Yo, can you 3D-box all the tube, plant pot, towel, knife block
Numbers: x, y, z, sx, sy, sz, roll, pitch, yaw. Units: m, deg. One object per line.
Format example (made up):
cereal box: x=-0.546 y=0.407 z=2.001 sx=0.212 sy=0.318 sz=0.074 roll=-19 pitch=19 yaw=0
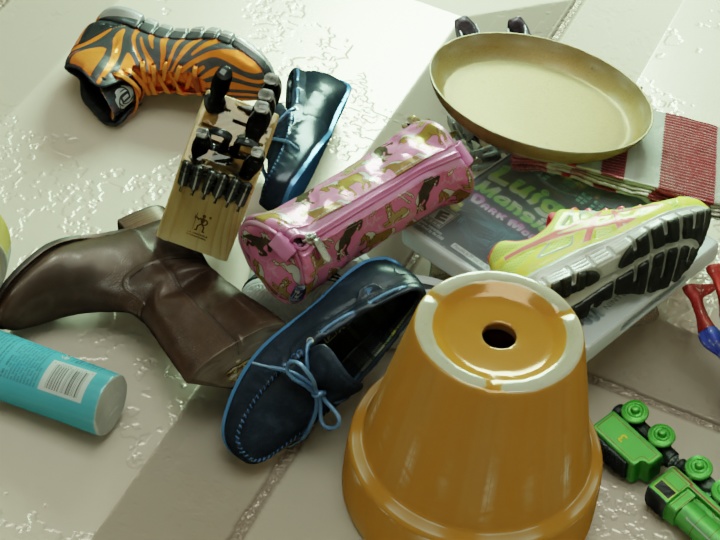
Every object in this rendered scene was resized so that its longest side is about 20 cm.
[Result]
tube: x=-0.284 y=0.076 z=1.516 sx=0.200 sy=0.050 sz=0.077 roll=18 pitch=33 yaw=18
plant pot: x=0.093 y=0.107 z=1.432 sx=0.200 sy=0.183 sz=0.200 roll=4 pitch=45 yaw=-4
towel: x=0.234 y=-0.107 z=1.669 sx=0.200 sy=0.023 sz=0.144 roll=15 pitch=35 yaw=2
knife block: x=-0.105 y=-0.108 z=1.553 sx=0.064 sy=0.176 sz=0.200 roll=21 pitch=25 yaw=-6
plant pot: x=0.154 y=-0.146 z=1.656 sx=0.200 sy=0.028 sz=0.200 roll=10 pitch=34 yaw=-6

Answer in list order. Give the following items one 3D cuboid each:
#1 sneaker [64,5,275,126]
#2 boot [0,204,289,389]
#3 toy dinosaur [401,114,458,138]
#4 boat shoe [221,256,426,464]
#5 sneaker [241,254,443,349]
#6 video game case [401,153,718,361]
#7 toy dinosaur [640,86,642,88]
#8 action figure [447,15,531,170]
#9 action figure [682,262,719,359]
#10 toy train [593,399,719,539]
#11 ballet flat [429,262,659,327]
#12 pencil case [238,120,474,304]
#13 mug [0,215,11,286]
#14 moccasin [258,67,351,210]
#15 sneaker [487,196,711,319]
sneaker: x=-0.184 y=-0.173 z=1.765 sx=0.200 sy=0.078 sz=0.112 roll=14 pitch=48 yaw=22
boot: x=-0.176 y=0.045 z=1.528 sx=0.186 sy=0.064 sz=0.200 roll=-32 pitch=53 yaw=-18
toy dinosaur: x=0.047 y=-0.094 z=1.700 sx=0.101 sy=0.200 sz=0.058 roll=-38 pitch=87 yaw=3
boat shoe: x=-0.030 y=0.068 z=1.482 sx=0.200 sy=0.084 sz=0.069 roll=-53 pitch=35 yaw=-8
sneaker: x=0.000 y=0.000 z=1.604 sx=0.200 sy=0.075 sz=0.115 roll=2 pitch=48 yaw=0
video game case: x=0.167 y=-0.024 z=1.597 sx=0.200 sy=0.023 sz=0.182 roll=34 pitch=51 yaw=29
toy dinosaur: x=0.235 y=-0.080 z=1.732 sx=0.101 sy=0.058 sz=0.200 roll=6 pitch=51 yaw=-24
action figure: x=0.141 y=-0.164 z=1.786 sx=0.130 sy=0.069 sz=0.200 roll=-13 pitch=40 yaw=0
action figure: x=0.338 y=0.093 z=1.549 sx=0.099 sy=0.065 sz=0.200 roll=-1 pitch=64 yaw=-24
toy train: x=0.258 y=0.177 z=1.488 sx=0.056 sy=0.042 sz=0.200 roll=-33 pitch=57 yaw=-22
ballet flat: x=0.150 y=0.028 z=1.614 sx=0.200 sy=0.068 sz=0.067 roll=17 pitch=65 yaw=15
pencil case: x=-0.001 y=-0.050 z=1.546 sx=0.200 sy=0.083 sz=0.087 roll=-32 pitch=45 yaw=-28
mug: x=-0.360 y=-0.046 z=1.521 sx=0.149 sy=0.187 sz=0.153 roll=-32 pitch=54 yaw=-22
moccasin: x=-0.066 y=-0.116 z=1.718 sx=0.068 sy=0.081 sz=0.200 roll=25 pitch=33 yaw=-2
sneaker: x=0.191 y=-0.024 z=1.529 sx=0.200 sy=0.078 sz=0.090 roll=-20 pitch=47 yaw=-22
